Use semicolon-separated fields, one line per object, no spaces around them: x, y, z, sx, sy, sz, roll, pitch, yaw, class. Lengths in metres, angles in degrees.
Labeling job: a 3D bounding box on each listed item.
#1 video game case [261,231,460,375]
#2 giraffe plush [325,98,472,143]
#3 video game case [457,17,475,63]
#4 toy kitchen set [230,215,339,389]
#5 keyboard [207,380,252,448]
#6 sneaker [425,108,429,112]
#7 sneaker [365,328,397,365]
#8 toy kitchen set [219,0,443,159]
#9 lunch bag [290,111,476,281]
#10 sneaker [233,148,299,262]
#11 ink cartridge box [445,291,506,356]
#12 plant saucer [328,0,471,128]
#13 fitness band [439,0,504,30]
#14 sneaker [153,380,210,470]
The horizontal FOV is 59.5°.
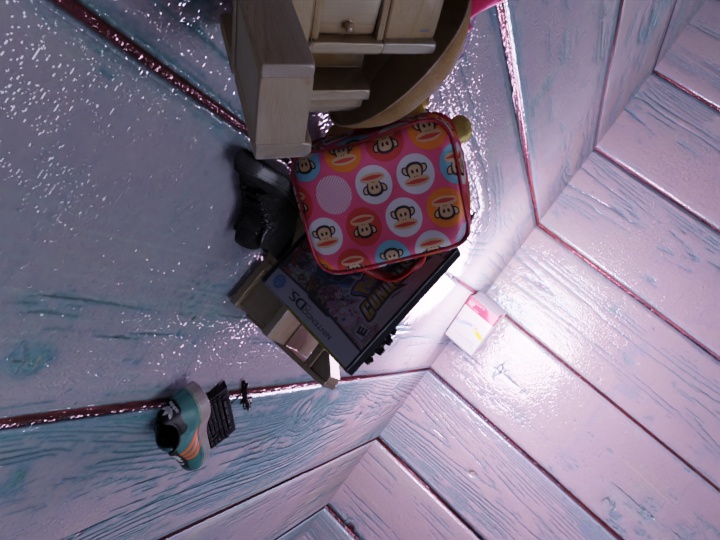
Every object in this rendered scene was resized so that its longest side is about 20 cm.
-0.004;-0.004;0.794;0.200;0.180;0.026;-46;150;-4;video game case
0.061;-0.179;0.805;0.198;0.162;0.174;-30;155;-40;giraffe plush
0.125;-0.357;0.873;0.143;0.018;0.202;-40;158;-34;video game case
-0.054;0.054;0.956;0.181;0.162;0.200;-50;162;-5;toy kitchen set
-0.240;0.252;1.128;0.127;0.020;0.202;-42;160;-28;keyboard
0.110;-0.199;1.045;0.083;0.081;0.200;-44;162;-1;sneaker
0.011;0.048;0.872;0.070;0.098;0.203;-12;139;-42;sneaker
-0.012;-0.161;0.546;0.195;0.183;0.165;-6;143;-18;toy kitchen set
0.029;-0.075;0.723;0.082;0.195;0.180;-65;142;-67;lunch bag
-0.118;-0.069;0.762;0.105;0.060;0.200;-56;165;3;sneaker
0.466;0.213;2.549;0.202;0.144;0.145;-58;161;20;ink cartridge box
0.047;-0.225;0.683;0.035;0.200;0.201;38;91;-32;plant saucer
0.151;-0.330;0.776;0.142;0.038;0.200;-19;-164;44;fitness band
-0.281;0.254;0.969;0.079;0.071;0.203;-30;147;-38;sneaker
